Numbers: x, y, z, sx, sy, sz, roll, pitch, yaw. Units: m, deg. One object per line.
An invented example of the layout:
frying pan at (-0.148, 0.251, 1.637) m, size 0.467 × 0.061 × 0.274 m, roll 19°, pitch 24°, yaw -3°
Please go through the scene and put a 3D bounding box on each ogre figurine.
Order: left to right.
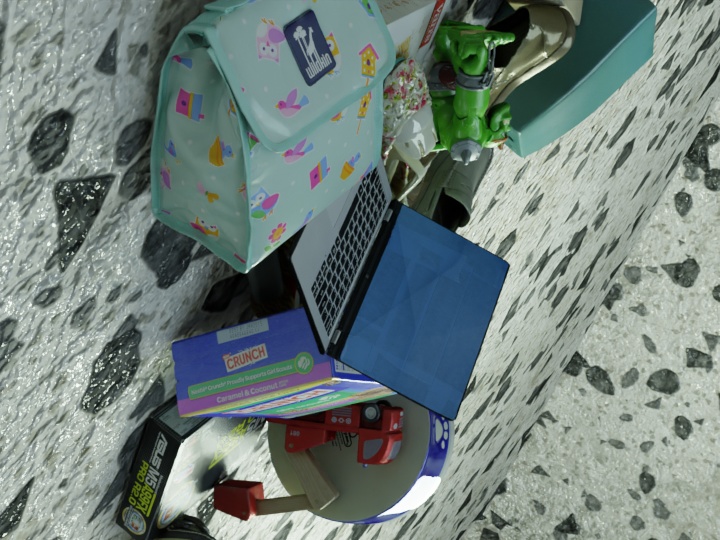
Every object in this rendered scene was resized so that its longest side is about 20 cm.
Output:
ogre figurine at (0.095, -0.173, 1.404) m, size 0.097 × 0.200 × 0.121 m, roll -3°, pitch 105°, yaw -23°

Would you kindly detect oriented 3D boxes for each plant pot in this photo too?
plant pot at (0.213, -0.239, 1.655) m, size 0.200 × 0.141 × 0.141 m, roll -46°, pitch 163°, yaw -5°

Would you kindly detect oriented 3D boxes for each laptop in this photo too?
laptop at (0.040, -0.009, 1.287) m, size 0.201 × 0.115 × 0.188 m, roll 72°, pitch 32°, yaw -46°

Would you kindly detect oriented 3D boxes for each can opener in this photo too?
can opener at (-0.105, -0.027, 1.311) m, size 0.066 × 0.053 × 0.200 m, roll -18°, pitch 158°, yaw -2°

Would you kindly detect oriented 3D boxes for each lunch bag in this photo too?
lunch bag at (-0.064, -0.129, 1.077) m, size 0.170 × 0.121 × 0.201 m, roll -40°, pitch 150°, yaw -37°

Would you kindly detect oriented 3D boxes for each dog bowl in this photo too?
dog bowl at (0.000, 0.179, 1.625) m, size 0.201 × 0.199 × 0.079 m, roll -56°, pitch 157°, yaw 6°

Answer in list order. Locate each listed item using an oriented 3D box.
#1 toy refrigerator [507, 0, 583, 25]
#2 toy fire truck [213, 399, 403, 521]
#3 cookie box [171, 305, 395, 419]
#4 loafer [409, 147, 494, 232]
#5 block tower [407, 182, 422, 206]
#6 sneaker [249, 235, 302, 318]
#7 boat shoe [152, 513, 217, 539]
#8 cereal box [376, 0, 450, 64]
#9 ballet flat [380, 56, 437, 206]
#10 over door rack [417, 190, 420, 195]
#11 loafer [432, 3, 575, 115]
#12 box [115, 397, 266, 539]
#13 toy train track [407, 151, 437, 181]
toy refrigerator at (0.181, -0.309, 1.499) m, size 0.200 × 0.069 × 0.077 m, roll 7°, pitch 90°, yaw -73°
toy fire truck at (-0.054, 0.202, 1.570) m, size 0.049 × 0.198 × 0.143 m, roll 0°, pitch 95°, yaw -72°
cookie box at (-0.057, 0.091, 1.407) m, size 0.169 × 0.076 × 0.199 m, roll -15°, pitch 167°, yaw 25°
loafer at (0.093, -0.069, 1.553) m, size 0.201 × 0.069 × 0.070 m, roll -56°, pitch 135°, yaw -25°
block tower at (0.054, -0.014, 1.776) m, size 0.058 × 0.054 × 0.201 m, roll -37°, pitch 156°, yaw -50°
sneaker at (-0.047, -0.023, 1.433) m, size 0.090 × 0.075 × 0.201 m, roll -40°, pitch 167°, yaw -40°
boat shoe at (-0.192, 0.291, 1.567) m, size 0.066 × 0.072 × 0.201 m, roll -59°, pitch -167°, yaw -27°
cereal box at (0.000, -0.176, 1.313) m, size 0.200 × 0.039 × 0.145 m, roll -36°, pitch 156°, yaw -51°
ballet flat at (0.038, -0.118, 1.367) m, size 0.076 × 0.064 × 0.201 m, roll -43°, pitch 165°, yaw -29°
over door rack at (0.000, 0.000, 1.645) m, size 0.148 × 0.067 × 0.200 m, roll -43°, pitch 173°, yaw -34°
loafer at (0.128, -0.213, 1.514) m, size 0.199 × 0.077 × 0.067 m, roll -39°, pitch 140°, yaw 27°
box at (-0.162, 0.174, 1.536) m, size 0.200 × 0.044 × 0.161 m, roll -36°, pitch 155°, yaw -51°
toy train track at (0.018, -0.080, 1.548) m, size 0.200 × 0.033 × 0.115 m, roll -49°, pitch -176°, yaw -24°
